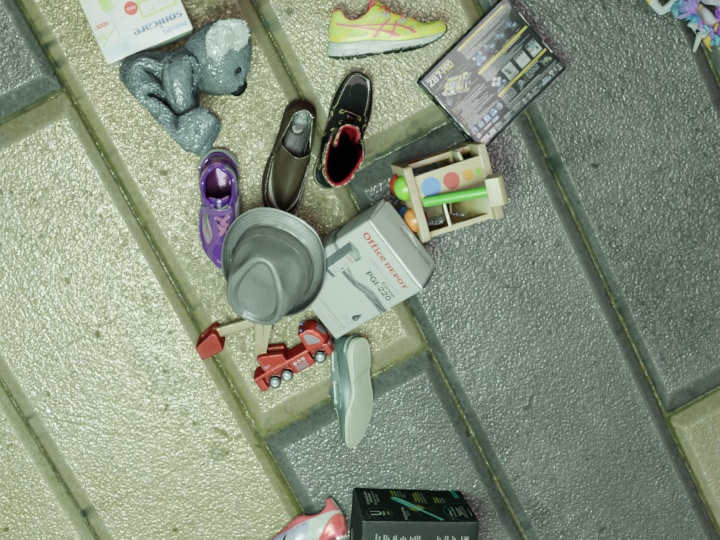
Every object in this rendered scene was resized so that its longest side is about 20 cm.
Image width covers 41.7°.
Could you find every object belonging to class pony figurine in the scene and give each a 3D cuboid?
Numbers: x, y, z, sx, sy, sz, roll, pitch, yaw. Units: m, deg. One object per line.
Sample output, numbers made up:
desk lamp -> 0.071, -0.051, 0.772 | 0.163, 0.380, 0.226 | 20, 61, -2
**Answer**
pony figurine -> 0.570, -0.478, 1.560 | 0.200, 0.167, 0.193 | 35, 125, -14

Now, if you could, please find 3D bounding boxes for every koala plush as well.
koala plush -> -0.247, -0.308, 1.457 | 0.200, 0.177, 0.184 | -44, 97, 1

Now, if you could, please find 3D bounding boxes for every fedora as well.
fedora -> -0.150, 0.010, 1.486 | 0.176, 0.090, 0.201 | 26, 128, 0

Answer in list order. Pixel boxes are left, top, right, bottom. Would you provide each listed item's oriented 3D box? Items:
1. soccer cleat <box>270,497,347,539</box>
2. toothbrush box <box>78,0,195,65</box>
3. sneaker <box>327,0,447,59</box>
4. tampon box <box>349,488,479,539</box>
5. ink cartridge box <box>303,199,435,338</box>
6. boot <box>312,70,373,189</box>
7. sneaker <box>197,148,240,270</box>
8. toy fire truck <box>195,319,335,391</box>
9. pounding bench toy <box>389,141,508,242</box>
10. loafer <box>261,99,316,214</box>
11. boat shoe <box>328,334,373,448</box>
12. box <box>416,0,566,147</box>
soccer cleat -> -0.118, 0.472, 1.656 | 0.199, 0.067, 0.077 | -26, 70, 3
toothbrush box -> -0.364, -0.439, 1.466 | 0.145, 0.086, 0.201 | -22, 102, -3
sneaker -> 0.042, -0.396, 1.528 | 0.198, 0.078, 0.091 | -8, 97, -6
tampon box -> 0.087, 0.463, 1.628 | 0.198, 0.150, 0.127 | 3, 98, -7
ink cartridge box -> 0.000, 0.000, 1.533 | 0.199, 0.085, 0.146 | -32, 103, 31
boot -> -0.022, -0.222, 1.508 | 0.073, 0.151, 0.201 | 21, 96, -10
sneaker -> -0.227, -0.095, 1.534 | 0.080, 0.088, 0.202 | -6, 102, -8
toy fire truck -> -0.159, 0.123, 1.585 | 0.199, 0.049, 0.141 | -30, 108, 8
pounding bench toy -> 0.137, -0.124, 1.519 | 0.155, 0.200, 0.125 | -17, 101, -5
loafer -> -0.118, -0.180, 1.543 | 0.072, 0.071, 0.201 | 9, 98, -8
boat shoe -> -0.022, 0.206, 1.632 | 0.061, 0.073, 0.201 | 12, 109, 34
box -> 0.218, -0.325, 1.575 | 0.200, 0.049, 0.161 | -45, 103, 1
